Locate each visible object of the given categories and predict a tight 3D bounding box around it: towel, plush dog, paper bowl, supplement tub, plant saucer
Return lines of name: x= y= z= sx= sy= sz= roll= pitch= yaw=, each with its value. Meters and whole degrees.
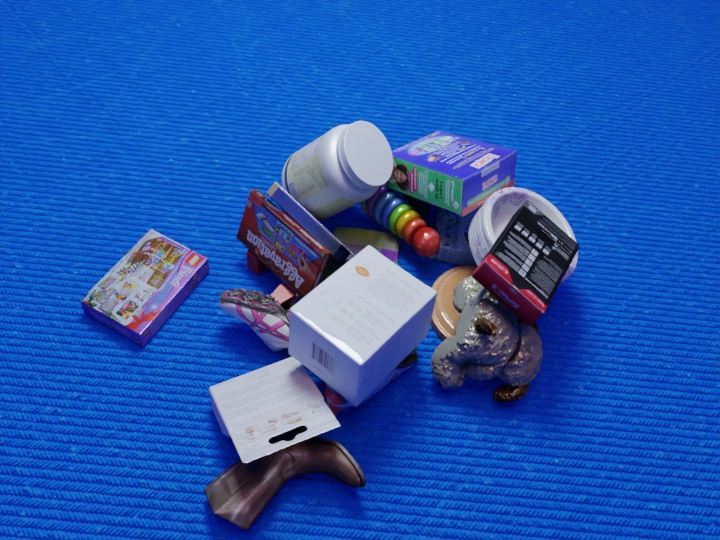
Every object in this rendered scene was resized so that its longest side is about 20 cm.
towel: x=0.000 y=0.000 z=1.418 sx=0.139 sy=0.023 sz=0.204 roll=8 pitch=50 yaw=1
plush dog: x=0.236 y=0.122 z=1.255 sx=0.169 sy=0.160 sz=0.205 roll=26 pitch=74 yaw=-21
paper bowl: x=0.286 y=-0.040 z=1.355 sx=0.195 sy=0.105 sz=0.205 roll=12 pitch=56 yaw=-19
supplement tub: x=-0.045 y=-0.190 z=1.431 sx=0.142 sy=0.198 sz=0.149 roll=14 pitch=68 yaw=-38
plant saucer: x=0.221 y=0.068 z=1.379 sx=0.194 sy=0.033 sz=0.204 roll=3 pitch=50 yaw=-4

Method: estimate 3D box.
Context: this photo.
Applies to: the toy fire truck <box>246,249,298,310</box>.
toy fire truck: x=-0.137 y=-0.015 z=1.398 sx=0.139 sy=0.049 sz=0.200 roll=32 pitch=54 yaw=19

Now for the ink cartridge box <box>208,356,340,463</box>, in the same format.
ink cartridge box: x=-0.135 y=0.224 z=1.160 sx=0.157 sy=0.051 sz=0.200 roll=-17 pitch=34 yaw=-19

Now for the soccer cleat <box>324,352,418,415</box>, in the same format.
soccer cleat: x=0.018 y=0.178 z=1.254 sx=0.197 sy=0.075 sz=0.068 roll=-19 pitch=39 yaw=-41

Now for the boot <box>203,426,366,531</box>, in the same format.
boot: x=-0.115 y=0.325 z=1.111 sx=0.184 sy=0.065 sz=0.199 roll=27 pitch=49 yaw=32

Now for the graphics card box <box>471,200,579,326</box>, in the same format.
graphics card box: x=0.276 y=-0.016 z=1.230 sx=0.125 sy=0.051 sz=0.200 roll=39 pitch=48 yaw=2

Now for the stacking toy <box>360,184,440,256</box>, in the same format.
stacking toy: x=0.082 y=-0.097 z=1.446 sx=0.084 sy=0.087 sz=0.200 roll=-23 pitch=47 yaw=-23

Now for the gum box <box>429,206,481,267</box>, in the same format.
gum box: x=0.245 y=-0.080 z=1.493 sx=0.194 sy=0.045 sz=0.173 roll=11 pitch=51 yaw=2

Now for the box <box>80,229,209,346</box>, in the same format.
box: x=-0.384 y=0.027 z=1.345 sx=0.134 sy=0.040 sz=0.201 roll=25 pitch=52 yaw=15

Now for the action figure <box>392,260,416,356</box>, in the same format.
action figure: x=0.051 y=0.069 z=1.314 sx=0.115 sy=0.056 sz=0.202 roll=-13 pitch=48 yaw=-18

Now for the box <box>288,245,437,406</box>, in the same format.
box: x=0.004 y=0.083 z=1.188 sx=0.151 sy=0.108 sz=0.199 roll=34 pitch=51 yaw=24

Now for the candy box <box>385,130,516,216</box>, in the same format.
candy box: x=0.171 y=-0.191 z=1.422 sx=0.167 sy=0.079 sz=0.198 roll=-28 pitch=36 yaw=-35

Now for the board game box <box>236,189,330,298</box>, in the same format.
board game box: x=-0.141 y=-0.045 z=1.324 sx=0.199 sy=0.105 sz=0.019 roll=40 pitch=34 yaw=25

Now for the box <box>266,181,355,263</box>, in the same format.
box: x=-0.081 y=-0.074 z=1.358 sx=0.199 sy=0.121 sz=0.033 roll=42 pitch=89 yaw=10

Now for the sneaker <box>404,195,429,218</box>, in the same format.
sneaker: x=0.094 y=-0.175 z=1.548 sx=0.088 sy=0.077 sz=0.203 roll=-8 pitch=42 yaw=-4

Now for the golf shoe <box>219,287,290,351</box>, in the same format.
golf shoe: x=-0.155 y=0.094 z=1.277 sx=0.195 sy=0.094 sz=0.073 roll=19 pitch=15 yaw=5
